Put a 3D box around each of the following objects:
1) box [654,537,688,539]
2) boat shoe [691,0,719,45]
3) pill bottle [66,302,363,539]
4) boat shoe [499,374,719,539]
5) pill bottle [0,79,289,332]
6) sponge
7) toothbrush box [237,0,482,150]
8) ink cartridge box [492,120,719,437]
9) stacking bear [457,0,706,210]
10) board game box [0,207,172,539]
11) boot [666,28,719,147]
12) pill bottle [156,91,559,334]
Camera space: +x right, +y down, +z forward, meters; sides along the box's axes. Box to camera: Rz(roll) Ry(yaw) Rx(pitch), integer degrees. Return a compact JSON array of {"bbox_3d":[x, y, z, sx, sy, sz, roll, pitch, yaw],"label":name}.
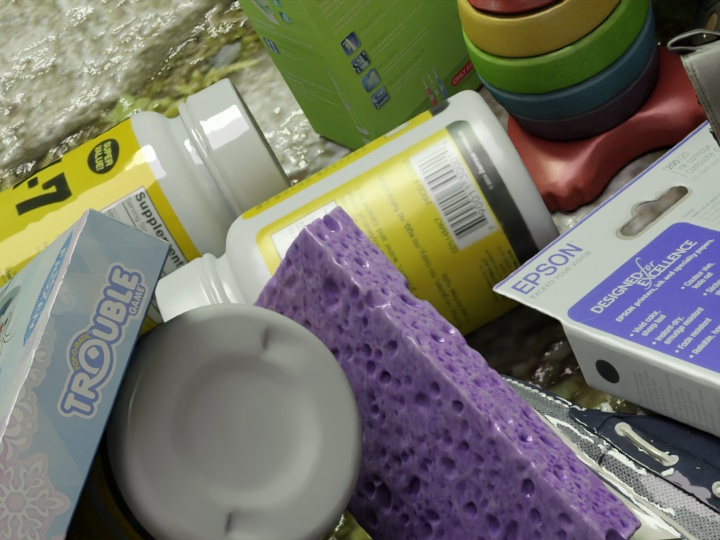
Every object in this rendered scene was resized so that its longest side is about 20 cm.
[{"bbox_3d":[0.053,0.193,0.721,0.199,0.122,0.106,-10,47,23],"label":"box"},{"bbox_3d":[0.236,-0.179,1.005,0.074,0.076,0.200,15,44,0],"label":"boat shoe"},{"bbox_3d":[-0.089,0.092,0.805,0.115,0.114,0.200,-60,14,-27],"label":"pill bottle"},{"bbox_3d":[0.132,0.091,0.817,0.093,0.075,0.200,-35,47,-18],"label":"boat shoe"},{"bbox_3d":[-0.140,-0.022,1.020,0.200,0.114,0.114,-30,43,1],"label":"pill bottle"},{"bbox_3d":[0.025,0.078,0.794,0.200,0.112,0.030,46,43,14],"label":"sponge"},{"bbox_3d":[0.006,-0.185,1.035,0.086,0.200,0.146,28,69,42],"label":"toothbrush box"},{"bbox_3d":[0.201,0.003,0.831,0.200,0.044,0.198,23,47,41],"label":"ink cartridge box"},{"bbox_3d":[0.102,-0.152,0.950,0.121,0.200,0.114,-31,43,1],"label":"stacking bear"},{"bbox_3d":[-0.160,0.091,0.751,0.199,0.043,0.201,-28,41,64],"label":"board game box"},{"bbox_3d":[0.255,-0.061,0.786,0.174,0.200,0.069,-34,-3,16],"label":"boot"},{"bbox_3d":[0.000,0.000,0.922,0.199,0.114,0.114,-29,43,3],"label":"pill bottle"}]
